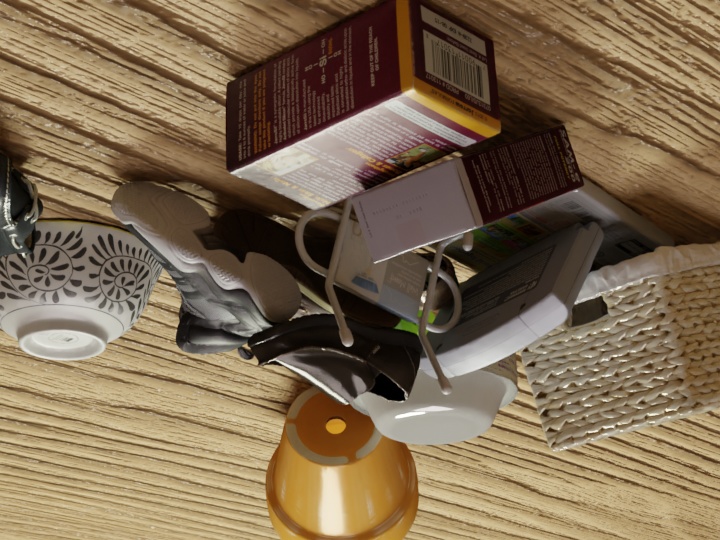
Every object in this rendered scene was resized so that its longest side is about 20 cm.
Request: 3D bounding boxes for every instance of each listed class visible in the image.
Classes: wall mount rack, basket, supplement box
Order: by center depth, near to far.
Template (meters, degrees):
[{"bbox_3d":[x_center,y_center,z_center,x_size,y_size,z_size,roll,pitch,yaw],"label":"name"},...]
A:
[{"bbox_3d":[-0.001,-0.129,1.287,0.199,0.086,0.110,-21,151,37],"label":"supplement box"},{"bbox_3d":[0.093,-0.066,1.363,0.108,0.061,0.200,-19,-178,36],"label":"supplement box"},{"bbox_3d":[0.031,0.019,1.499,0.199,0.175,0.074,27,151,-28],"label":"wall mount rack"},{"bbox_3d":[0.287,0.073,1.619,0.198,0.162,0.199,-22,168,42],"label":"basket"}]

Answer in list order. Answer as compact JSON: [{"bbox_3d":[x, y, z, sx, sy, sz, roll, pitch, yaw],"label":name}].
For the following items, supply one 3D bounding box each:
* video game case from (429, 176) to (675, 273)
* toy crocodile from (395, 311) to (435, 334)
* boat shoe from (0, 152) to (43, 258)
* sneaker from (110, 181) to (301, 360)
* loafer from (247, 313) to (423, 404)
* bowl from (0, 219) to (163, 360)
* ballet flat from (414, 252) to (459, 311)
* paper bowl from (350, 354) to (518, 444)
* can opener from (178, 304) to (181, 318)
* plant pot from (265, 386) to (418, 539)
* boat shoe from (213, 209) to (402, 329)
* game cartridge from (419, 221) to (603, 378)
[{"bbox_3d":[0.186,-0.031,1.613,0.181,0.023,0.200,-18,153,33],"label":"video game case"},{"bbox_3d":[0.002,0.040,1.710,0.199,0.068,0.062,15,153,-35],"label":"toy crocodile"},{"bbox_3d":[-0.315,-0.060,1.457,0.060,0.076,0.200,5,168,-12],"label":"boat shoe"},{"bbox_3d":[-0.161,0.009,1.511,0.200,0.076,0.114,34,126,-5],"label":"sneaker"},{"bbox_3d":[-0.015,0.086,1.497,0.199,0.072,0.073,8,159,-39],"label":"loafer"},{"bbox_3d":[-0.298,0.032,1.640,0.199,0.095,0.201,-2,157,-1],"label":"bowl"},{"bbox_3d":[0.000,0.000,1.617,0.199,0.068,0.067,0,153,-3],"label":"ballet flat"},{"bbox_3d":[0.085,0.137,1.900,0.199,0.105,0.201,0,156,0],"label":"paper bowl"},{"bbox_3d":[-0.155,0.028,1.679,0.063,0.079,0.200,-9,170,-23],"label":"can opener"},{"bbox_3d":[-0.026,0.242,2.056,0.199,0.201,0.184,-2,142,1],"label":"plant pot"},{"bbox_3d":[-0.054,0.012,1.569,0.199,0.072,0.072,23,145,-1],"label":"boat shoe"},{"bbox_3d":[0.140,0.034,1.567,0.042,0.133,0.200,42,138,-18],"label":"game cartridge"}]
